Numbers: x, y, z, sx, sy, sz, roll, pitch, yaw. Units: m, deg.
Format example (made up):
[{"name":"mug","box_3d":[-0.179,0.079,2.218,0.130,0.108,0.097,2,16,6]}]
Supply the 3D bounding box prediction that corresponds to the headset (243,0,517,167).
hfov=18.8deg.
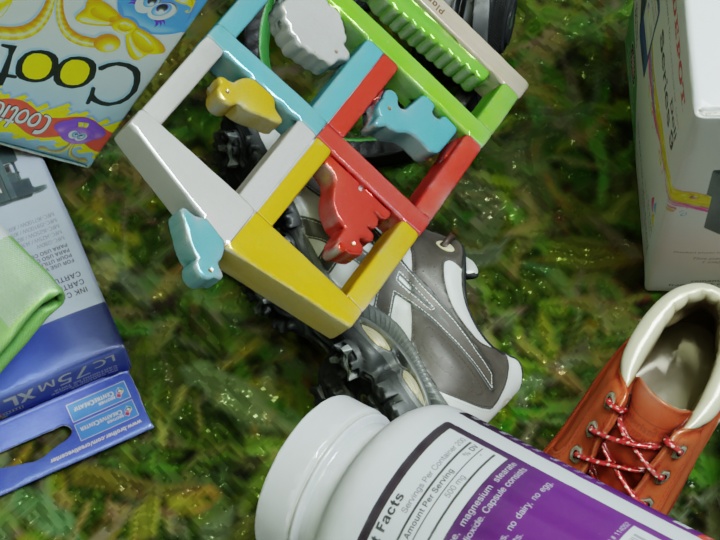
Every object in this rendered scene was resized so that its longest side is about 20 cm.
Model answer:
[{"name":"headset","box_3d":[0.024,-0.148,1.076,0.123,0.094,0.200,31,83,10]}]

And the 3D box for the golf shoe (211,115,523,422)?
[{"name":"golf shoe","box_3d":[0.000,0.000,1.037,0.094,0.078,0.200,-22,71,-28]}]

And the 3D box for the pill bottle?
[{"name":"pill bottle","box_3d":[0.058,0.129,0.900,0.200,0.112,0.112,26,70,25]}]

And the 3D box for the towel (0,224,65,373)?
[{"name":"towel","box_3d":[-0.247,0.002,1.006,0.200,0.031,0.149,41,95,23]}]

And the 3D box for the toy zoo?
[{"name":"toy zoo","box_3d":[-0.021,-0.062,0.981,0.131,0.020,0.200,42,57,-10]}]

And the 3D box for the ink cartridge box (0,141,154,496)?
[{"name":"ink cartridge box","box_3d":[-0.190,0.007,1.041,0.119,0.042,0.200,-23,72,-9]}]

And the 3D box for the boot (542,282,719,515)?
[{"name":"boot","box_3d":[0.109,0.093,0.976,0.075,0.107,0.200,29,73,7]}]

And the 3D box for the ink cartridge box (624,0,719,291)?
[{"name":"ink cartridge box","box_3d":[0.176,-0.093,0.999,0.087,0.200,0.145,-1,69,-1]}]

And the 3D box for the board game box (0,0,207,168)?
[{"name":"board game box","box_3d":[-0.129,-0.155,0.996,0.103,0.200,0.105,15,50,-26]}]

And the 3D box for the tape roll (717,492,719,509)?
[{"name":"tape roll","box_3d":[0.270,0.098,1.013,0.203,0.037,0.203,1,69,-1]}]
